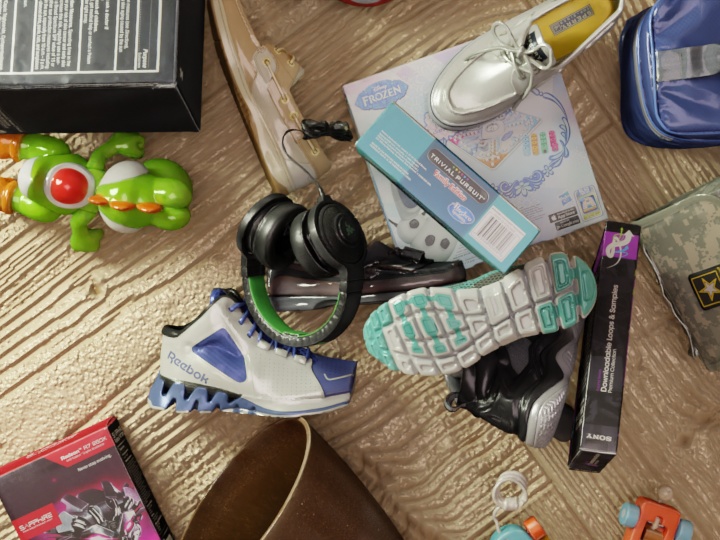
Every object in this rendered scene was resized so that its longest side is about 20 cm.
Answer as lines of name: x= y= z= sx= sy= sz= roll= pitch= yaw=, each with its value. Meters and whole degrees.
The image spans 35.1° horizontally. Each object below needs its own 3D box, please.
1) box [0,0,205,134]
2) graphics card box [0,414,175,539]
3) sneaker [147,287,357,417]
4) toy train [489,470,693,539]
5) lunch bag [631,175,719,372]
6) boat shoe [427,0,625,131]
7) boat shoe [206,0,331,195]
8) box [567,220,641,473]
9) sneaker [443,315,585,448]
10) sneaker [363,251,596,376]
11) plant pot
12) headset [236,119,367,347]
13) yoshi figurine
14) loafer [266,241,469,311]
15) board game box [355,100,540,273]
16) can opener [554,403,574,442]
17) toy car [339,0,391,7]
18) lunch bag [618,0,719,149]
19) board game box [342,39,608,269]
box: x=-0.241 y=-0.229 z=0.993 sx=0.197 sy=0.123 sz=0.201 roll=0 pitch=77 yaw=4
graphics card box: x=-0.252 y=0.256 z=1.090 sx=0.125 sy=0.051 sz=0.201 roll=-24 pitch=95 yaw=0
sneaker: x=-0.102 y=0.073 z=1.064 sx=0.198 sy=0.081 sz=0.116 roll=0 pitch=96 yaw=0
toy train: x=0.210 y=0.261 z=1.100 sx=0.199 sy=0.056 sz=0.151 roll=14 pitch=92 yaw=-5
lunch bag: x=0.371 y=-0.015 z=1.052 sx=0.199 sy=0.118 sz=0.164 roll=-28 pitch=92 yaw=7
boat shoe: x=0.149 y=-0.192 z=1.005 sx=0.201 sy=0.086 sz=0.075 roll=-30 pitch=93 yaw=0
boat shoe: x=-0.084 y=-0.172 z=1.057 sx=0.069 sy=0.074 sz=0.201 roll=-22 pitch=99 yaw=-7
box: x=0.216 y=0.073 z=1.011 sx=0.036 sy=0.143 sz=0.201 roll=9 pitch=76 yaw=9
sneaker: x=0.139 y=0.066 z=1.032 sx=0.113 sy=0.200 sz=0.076 roll=15 pitch=134 yaw=10
sneaker: x=0.102 y=0.038 z=0.971 sx=0.199 sy=0.091 sz=0.078 roll=-13 pitch=90 yaw=9
plant pot: x=-0.036 y=0.268 z=1.043 sx=0.200 sy=0.187 sz=0.187 roll=41 pitch=92 yaw=-18
headset: x=-0.043 y=-0.034 z=1.015 sx=0.123 sy=0.094 sz=0.201 roll=8 pitch=100 yaw=36
yoshi figurine: x=-0.241 y=-0.078 z=1.059 sx=0.199 sy=0.113 sz=0.112 roll=13 pitch=53 yaw=12
loafer: x=0.000 y=0.000 z=1.042 sx=0.199 sy=0.072 sz=0.063 roll=-6 pitch=92 yaw=24
board game box: x=0.067 y=-0.071 z=0.955 sx=0.151 sy=0.200 sz=0.047 roll=41 pitch=94 yaw=-3
can opener: x=0.129 y=0.085 z=1.084 sx=0.200 sy=0.053 sz=0.067 roll=31 pitch=94 yaw=-4
toy car: x=0.003 y=-0.328 z=0.979 sx=0.183 sy=0.200 sz=0.178 roll=-2 pitch=94 yaw=-1
lunch bag: x=0.343 y=-0.183 z=1.029 sx=0.199 sy=0.132 sz=0.137 roll=-5 pitch=94 yaw=0
board game box: x=0.107 y=-0.111 z=1.074 sx=0.199 sy=0.043 sz=0.200 roll=-19 pitch=95 yaw=0
